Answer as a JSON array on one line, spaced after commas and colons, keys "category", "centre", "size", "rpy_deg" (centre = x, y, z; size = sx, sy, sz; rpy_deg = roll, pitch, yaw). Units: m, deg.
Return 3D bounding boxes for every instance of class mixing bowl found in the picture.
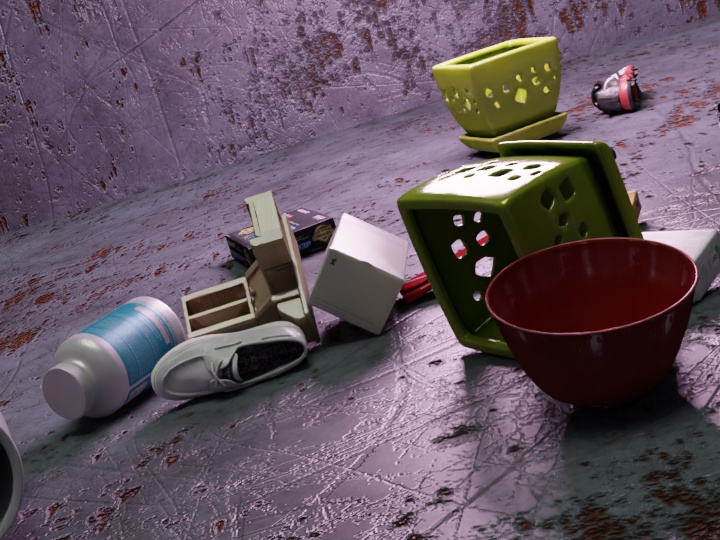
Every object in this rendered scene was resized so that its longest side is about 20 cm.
[{"category": "mixing bowl", "centre": [0.223, 0.059, 1.261], "size": [0.197, 0.110, 0.201], "rpy_deg": [-11, 23, 5]}]

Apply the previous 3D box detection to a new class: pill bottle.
[{"category": "pill bottle", "centre": [-0.320, 0.117, 1.730], "size": [0.110, 0.112, 0.200], "rpy_deg": [-9, 15, 31]}]

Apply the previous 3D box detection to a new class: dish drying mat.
[{"category": "dish drying mat", "centre": [0.140, -0.018, 1.802], "size": [0.199, 0.018, 0.077], "rpy_deg": [-31, 9, 0]}]

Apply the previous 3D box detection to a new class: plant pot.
[{"category": "plant pot", "centre": [0.280, -0.340, 2.620], "size": [0.198, 0.184, 0.199], "rpy_deg": [-21, 13, -15]}, {"category": "plant pot", "centre": [0.189, -0.035, 1.457], "size": [0.181, 0.201, 0.199], "rpy_deg": [-35, 22, -25]}]

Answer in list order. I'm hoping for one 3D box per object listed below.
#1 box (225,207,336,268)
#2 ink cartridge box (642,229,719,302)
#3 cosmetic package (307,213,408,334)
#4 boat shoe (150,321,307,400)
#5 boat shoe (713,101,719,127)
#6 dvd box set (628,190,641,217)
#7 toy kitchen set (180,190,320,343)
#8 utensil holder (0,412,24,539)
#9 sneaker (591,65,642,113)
[{"category": "box", "centre": [-0.138, -0.056, 2.335], "size": [0.157, 0.047, 0.200], "rpy_deg": [-21, 13, -13]}, {"category": "ink cartridge box", "centre": [0.295, 0.032, 1.493], "size": [0.160, 0.050, 0.200], "rpy_deg": [-1, 40, 50]}, {"category": "cosmetic package", "centre": [0.000, 0.000, 1.767], "size": [0.107, 0.086, 0.200], "rpy_deg": [24, 16, -1]}, {"category": "boat shoe", "centre": [-0.158, 0.117, 1.647], "size": [0.197, 0.073, 0.068], "rpy_deg": [-11, 12, -12]}, {"category": "boat shoe", "centre": [0.608, -0.252, 2.157], "size": [0.074, 0.063, 0.200], "rpy_deg": [-14, 12, 20]}, {"category": "dvd box set", "centre": [0.292, -0.051, 1.775], "size": [0.145, 0.030, 0.200], "rpy_deg": [-12, 16, 21]}, {"category": "toy kitchen set", "centre": [-0.156, 0.040, 1.761], "size": [0.178, 0.201, 0.165], "rpy_deg": [-17, 55, 0]}, {"category": "utensil holder", "centre": [-0.447, 0.207, 1.422], "size": [0.168, 0.172, 0.200], "rpy_deg": [-20, 11, -14]}, {"category": "sneaker", "centre": [0.513, -0.363, 2.693], "size": [0.097, 0.072, 0.201], "rpy_deg": [-10, 17, 19]}]
